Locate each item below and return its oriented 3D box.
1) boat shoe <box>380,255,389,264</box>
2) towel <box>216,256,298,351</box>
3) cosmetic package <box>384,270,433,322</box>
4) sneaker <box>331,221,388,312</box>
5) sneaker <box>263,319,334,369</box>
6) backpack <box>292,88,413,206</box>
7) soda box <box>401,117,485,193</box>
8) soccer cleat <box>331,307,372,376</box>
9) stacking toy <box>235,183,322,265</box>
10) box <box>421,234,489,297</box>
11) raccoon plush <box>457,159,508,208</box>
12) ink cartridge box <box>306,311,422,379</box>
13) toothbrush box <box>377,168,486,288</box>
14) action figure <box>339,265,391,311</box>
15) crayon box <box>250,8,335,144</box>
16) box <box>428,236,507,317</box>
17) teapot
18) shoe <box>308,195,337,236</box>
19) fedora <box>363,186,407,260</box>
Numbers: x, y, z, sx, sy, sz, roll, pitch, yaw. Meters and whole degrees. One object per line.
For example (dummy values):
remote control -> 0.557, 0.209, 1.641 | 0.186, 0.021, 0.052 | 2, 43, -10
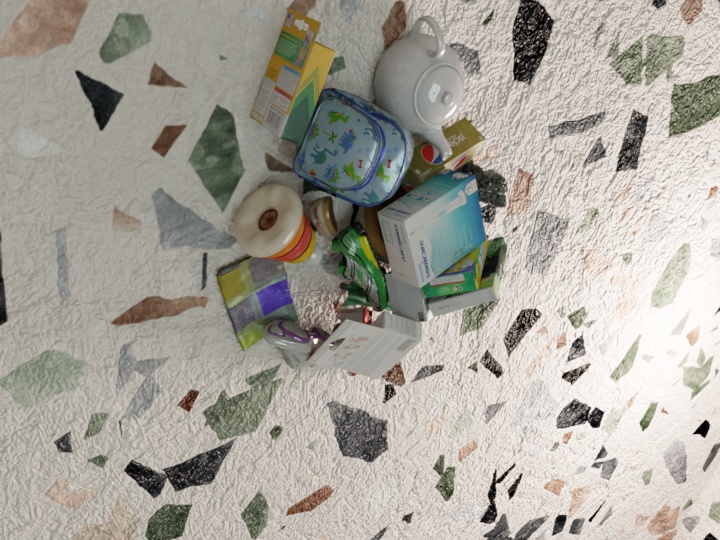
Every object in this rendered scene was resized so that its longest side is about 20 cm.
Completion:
boat shoe -> 0.121, -0.068, 1.841 | 0.197, 0.073, 0.067 | -21, 120, -36
towel -> -0.202, 0.053, 1.707 | 0.142, 0.023, 0.204 | -26, 126, -22
cosmetic package -> 0.126, 0.039, 1.800 | 0.199, 0.079, 0.116 | -18, 98, -66
sneaker -> 0.000, 0.000, 1.751 | 0.084, 0.078, 0.203 | -24, 115, 1
sneaker -> -0.134, 0.162, 1.763 | 0.198, 0.075, 0.100 | 20, 112, -51
backpack -> -0.011, -0.214, 1.556 | 0.197, 0.147, 0.186 | 26, 102, 5
soda box -> 0.159, -0.231, 1.736 | 0.198, 0.068, 0.064 | -34, 163, -31
soccer cleat -> -0.023, 0.153, 1.852 | 0.083, 0.070, 0.202 | 7, 136, -3
stacking toy -> -0.135, -0.060, 1.638 | 0.147, 0.146, 0.200 | -49, 144, -2
box -> 0.195, -0.025, 1.741 | 0.115, 0.201, 0.049 | -10, 117, 22
raccoon plush -> 0.221, -0.152, 1.813 | 0.199, 0.134, 0.098 | -39, 131, -11
ink cartridge box -> 0.006, 0.146, 1.740 | 0.173, 0.046, 0.200 | 17, 143, -21
toothbrush box -> 0.142, -0.084, 1.663 | 0.199, 0.084, 0.149 | -35, 124, -30
action figure -> 0.049, 0.042, 1.852 | 0.197, 0.055, 0.120 | 19, 101, -35
crayon box -> -0.114, -0.338, 1.490 | 0.051, 0.125, 0.204 | 11, 108, -37
box -> 0.222, 0.010, 1.752 | 0.142, 0.201, 0.037 | -17, 117, 25
teapot -> 0.129, -0.352, 1.638 | 0.198, 0.146, 0.200 | 27, 97, -39
shoe -> -0.073, -0.096, 1.626 | 0.052, 0.200, 0.072 | -9, 86, -1
fedora -> 0.079, -0.105, 1.756 | 0.196, 0.081, 0.206 | 5, 78, -25
